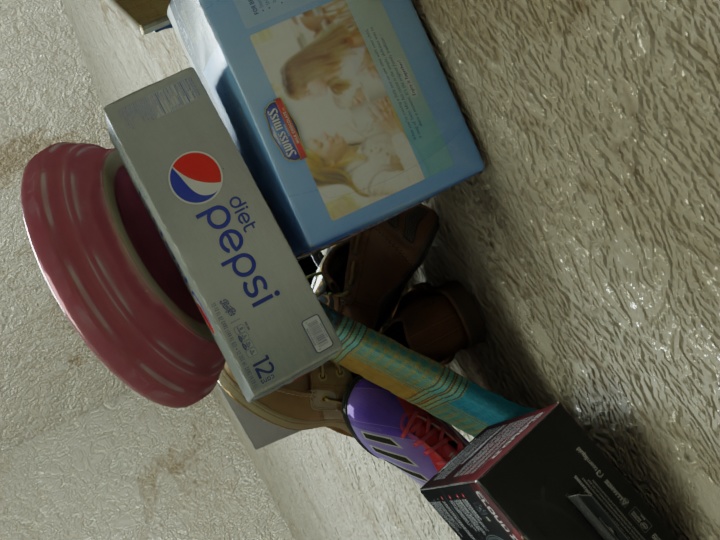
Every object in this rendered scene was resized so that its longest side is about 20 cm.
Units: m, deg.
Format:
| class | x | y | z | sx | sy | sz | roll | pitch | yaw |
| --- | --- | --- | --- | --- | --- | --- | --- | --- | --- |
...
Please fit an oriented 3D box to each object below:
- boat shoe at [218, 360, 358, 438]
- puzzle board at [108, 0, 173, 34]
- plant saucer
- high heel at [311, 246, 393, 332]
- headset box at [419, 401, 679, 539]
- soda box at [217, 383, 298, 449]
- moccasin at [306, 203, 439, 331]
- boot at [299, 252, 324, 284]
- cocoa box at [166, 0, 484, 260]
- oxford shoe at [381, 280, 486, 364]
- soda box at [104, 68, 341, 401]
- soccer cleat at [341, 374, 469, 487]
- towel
| class | x | y | z | sx | sy | sz | roll | pitch | yaw |
| --- | --- | --- | --- | --- | --- | --- | --- | --- | --- |
| boat shoe | -0.033 | 0.090 | 1.064 | 0.199 | 0.069 | 0.074 | 18 | -158 | -47 |
| puzzle board | -0.127 | -0.238 | 1.011 | 0.200 | 0.150 | 0.017 | 46 | 157 | 56 |
| plant saucer | -0.147 | -0.006 | 0.874 | 0.201 | 0.051 | 0.201 | 54 | -164 | -23 |
| high heel | 0.016 | 0.007 | 1.121 | 0.142 | 0.071 | 0.200 | 3 | 133 | 52 |
| headset box | 0.129 | 0.170 | 0.826 | 0.149 | 0.077 | 0.200 | 48 | 165 | 4 |
| soda box | -0.103 | 0.057 | 1.107 | 0.064 | 0.068 | 0.201 | -106 | -8 | -57 |
| moccasin | -0.001 | 0.001 | 1.027 | 0.077 | 0.074 | 0.202 | 27 | 156 | 0 |
| boot | -0.021 | 0.053 | 1.236 | 0.200 | 0.070 | 0.132 | 54 | 180 | 36 |
| cocoa box | -0.028 | -0.123 | 0.858 | 0.201 | 0.133 | 0.131 | 66 | 167 | -1 |
| oxford shoe | 0.041 | 0.052 | 1.055 | 0.072 | 0.071 | 0.200 | 62 | 169 | 5 |
| soda box | -0.088 | -0.021 | 0.809 | 0.201 | 0.063 | 0.068 | 61 | 169 | 5 |
| soccer cleat | 0.065 | 0.152 | 1.063 | 0.200 | 0.068 | 0.073 | 46 | 163 | -30 |
| towel | 0.039 | 0.078 | 0.959 | 0.199 | 0.022 | 0.147 | 28 | 167 | -5 |
